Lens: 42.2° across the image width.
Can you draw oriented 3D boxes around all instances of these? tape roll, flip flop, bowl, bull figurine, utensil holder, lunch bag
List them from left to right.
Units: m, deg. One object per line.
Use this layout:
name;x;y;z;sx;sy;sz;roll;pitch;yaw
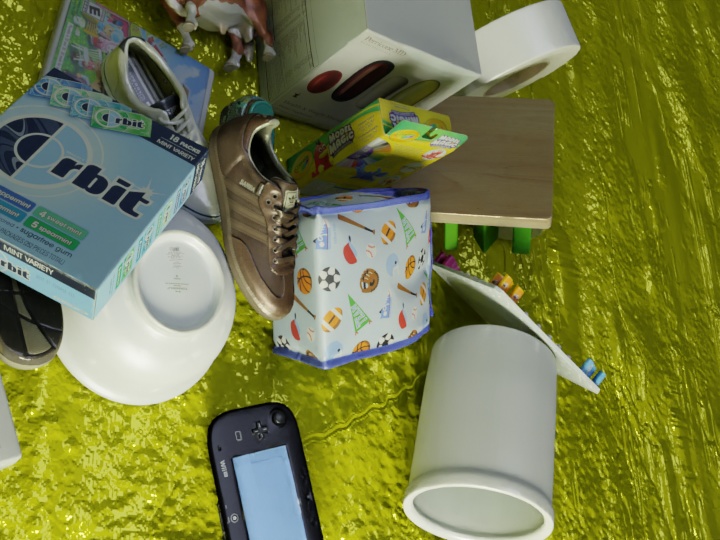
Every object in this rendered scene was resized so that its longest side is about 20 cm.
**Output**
flip flop;-0.295;0.005;0.807;0.080;0.058;0.203;7;48;-31
bowl;-0.189;0.019;0.876;0.198;0.089;0.206;13;71;-39
bull figurine;-0.179;-0.298;1.045;0.197;0.065;0.124;7;61;-43
lunch bag;0.000;0.000;1.023;0.197;0.123;0.174;-11;105;-38
utensil holder;0.144;0.189;1.076;0.169;0.169;0.203;33;51;-28
tape roll;0.208;-0.301;1.321;0.201;0.201;0.072;-22;86;-45

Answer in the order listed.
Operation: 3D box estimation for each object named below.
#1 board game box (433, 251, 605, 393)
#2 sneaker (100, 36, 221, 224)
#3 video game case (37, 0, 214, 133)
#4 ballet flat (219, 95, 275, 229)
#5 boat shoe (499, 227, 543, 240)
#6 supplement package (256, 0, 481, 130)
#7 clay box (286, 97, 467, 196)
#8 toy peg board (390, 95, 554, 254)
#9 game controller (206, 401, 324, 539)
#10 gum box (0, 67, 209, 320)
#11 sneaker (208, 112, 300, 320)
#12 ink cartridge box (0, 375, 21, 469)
board game box;0.193;0.060;1.168;0.200;0.200;0.026;43;84;-21
sneaker;-0.191;-0.137;0.927;0.073;0.071;0.202;-38;96;-27
video game case;-0.244;-0.166;0.963;0.180;0.022;0.204;26;56;-34
ballet flat;-0.125;-0.083;1.003;0.073;0.073;0.205;-1;96;-43
boat shoe;0.183;-0.096;1.301;0.197;0.071;0.069;22;59;-32
supplement package;0.006;-0.275;1.119;0.188;0.198;0.151;9;66;-39
clay box;0.018;-0.138;1.072;0.113;0.198;0.049;4;68;-42
toy peg board;0.144;-0.117;1.195;0.099;0.195;0.202;84;13;-53
game controller;-0.092;0.235;0.923;0.103;0.042;0.204;-4;75;-44
gum box;-0.252;-0.074;0.813;0.167;0.045;0.202;26;47;1
sneaker;-0.093;-0.054;0.916;0.070;0.074;0.204;-19;93;-59
ink cartridge box;-0.373;0.103;0.682;0.198;0.087;0.148;-11;80;-47
